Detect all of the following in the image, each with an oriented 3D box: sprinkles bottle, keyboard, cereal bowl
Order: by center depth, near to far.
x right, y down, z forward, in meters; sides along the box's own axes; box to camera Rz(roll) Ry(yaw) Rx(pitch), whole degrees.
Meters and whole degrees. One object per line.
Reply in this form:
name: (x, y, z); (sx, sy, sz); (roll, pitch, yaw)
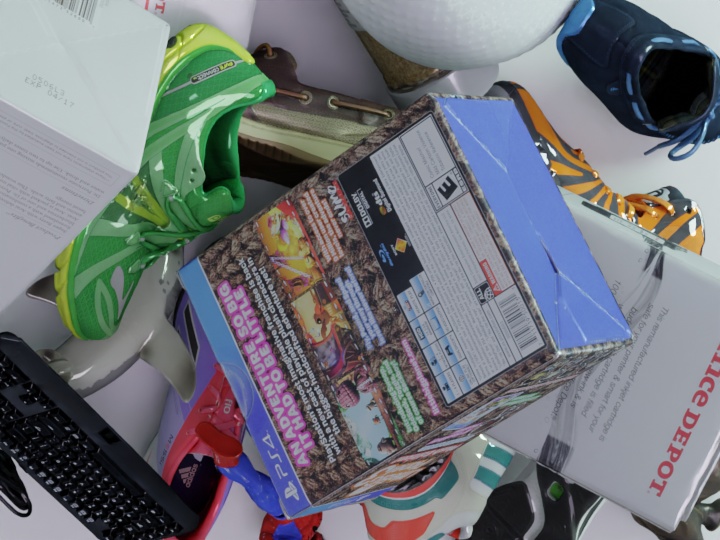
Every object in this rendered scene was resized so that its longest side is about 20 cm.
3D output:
cereal bowl: (0.071, -0.218, 1.260); (0.199, 0.083, 0.202); (1, 88, -40)
keyboard: (-0.188, 0.114, 1.282); (0.103, 0.040, 0.200); (-13, 134, 30)
sprinkles bottle: (0.008, -0.183, 1.304); (0.068, 0.068, 0.201); (-35, 114, -3)

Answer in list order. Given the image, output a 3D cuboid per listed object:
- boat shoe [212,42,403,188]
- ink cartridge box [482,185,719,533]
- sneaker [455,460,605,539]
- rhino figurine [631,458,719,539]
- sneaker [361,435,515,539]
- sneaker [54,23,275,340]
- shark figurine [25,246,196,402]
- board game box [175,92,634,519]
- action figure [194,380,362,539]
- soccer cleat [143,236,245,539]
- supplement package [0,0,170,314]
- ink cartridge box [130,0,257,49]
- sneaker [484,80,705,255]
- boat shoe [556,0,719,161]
boat shoe: (-0.057, -0.098, 1.309); (0.199, 0.072, 0.072); (17, 70, 1)
ink cartridge box: (0.135, 0.041, 1.293); (0.199, 0.083, 0.146); (27, 99, 11)
sneaker: (0.147, 0.142, 1.451); (0.115, 0.076, 0.201); (-25, 155, -49)
rhino figurine: (0.250, 0.100, 1.478); (0.087, 0.060, 0.201); (26, 97, -21)
sneaker: (0.062, 0.114, 1.390); (0.200, 0.070, 0.094); (-40, 139, -45)
sneaker: (-0.113, -0.040, 1.241); (0.083, 0.074, 0.201); (30, 107, 6)
shark figurine: (-0.186, 0.055, 1.325); (0.213, 0.090, 0.129); (-26, 80, -16)
board game box: (0.023, 0.020, 1.219); (0.199, 0.097, 0.160); (-33, 75, 29)
action figure: (-0.031, 0.146, 1.354); (0.065, 0.099, 0.200); (-55, 155, -19)
soccer cleat: (-0.090, 0.079, 1.359); (0.068, 0.073, 0.201); (12, 104, -20)
supplement package: (-0.213, -0.069, 1.199); (0.121, 0.120, 0.200); (29, 133, -24)
ink cartridge box: (-0.156, -0.198, 1.249); (0.199, 0.068, 0.117); (8, 107, -19)
sneaker: (0.149, -0.045, 1.399); (0.112, 0.077, 0.201); (-31, 108, -22)
boat shoe: (0.187, -0.107, 1.340); (0.199, 0.069, 0.085); (11, 112, -54)
